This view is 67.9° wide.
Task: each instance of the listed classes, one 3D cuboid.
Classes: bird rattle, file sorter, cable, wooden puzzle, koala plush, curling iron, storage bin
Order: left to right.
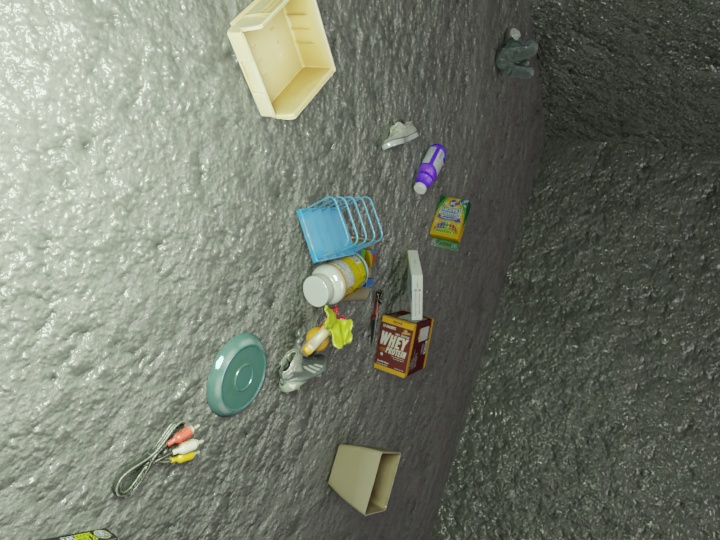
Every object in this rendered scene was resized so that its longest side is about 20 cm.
[{"bbox_3d":[-0.398,0.369,1.068,0.199,0.049,0.100,-26,123,-58],"label":"cable"},{"bbox_3d":[-0.160,-0.458,1.116,0.200,0.092,0.202,-59,148,-31],"label":"storage bin"},{"bbox_3d":[-0.103,0.161,1.432,0.163,0.200,0.113,-42,99,-11],"label":"bird rattle"},{"bbox_3d":[-0.046,-0.115,1.396,0.199,0.121,0.142,-14,84,-60],"label":"file sorter"},{"bbox_3d":[0.000,0.000,1.668,0.184,0.045,0.205,1,101,-62],"label":"wooden puzzle"},{"bbox_3d":[0.051,0.161,1.850,0.050,0.025,0.205,-115,-145,-74],"label":"curling iron"},{"bbox_3d":[0.727,-1.029,2.514,0.179,0.179,0.203,82,13,-51],"label":"koala plush"}]

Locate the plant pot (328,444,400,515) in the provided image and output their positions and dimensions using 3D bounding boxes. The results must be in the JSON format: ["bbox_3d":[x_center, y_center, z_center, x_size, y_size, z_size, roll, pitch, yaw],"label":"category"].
[{"bbox_3d":[0.006,0.695,1.839,0.199,0.174,0.204,36,69,-61],"label":"plant pot"}]

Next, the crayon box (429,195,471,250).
[{"bbox_3d":[0.363,-0.194,2.184,0.051,0.123,0.204,34,71,-60],"label":"crayon box"}]

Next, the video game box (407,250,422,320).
[{"bbox_3d":[0.200,0.050,1.974,0.201,0.046,0.186,-90,176,-61],"label":"video game box"}]

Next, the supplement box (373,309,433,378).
[{"bbox_3d":[0.164,0.270,2.002,0.199,0.130,0.202,-3,105,-61],"label":"supplement box"}]

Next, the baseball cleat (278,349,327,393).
[{"bbox_3d":[-0.152,0.255,1.468,0.199,0.068,0.109,-34,124,-58],"label":"baseball cleat"}]

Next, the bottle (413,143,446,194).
[{"bbox_3d":[0.253,-0.370,1.965,0.203,0.064,0.084,-63,149,-25],"label":"bottle"}]

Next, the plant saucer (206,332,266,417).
[{"bbox_3d":[-0.282,0.250,1.264,0.199,0.027,0.205,-35,131,-53],"label":"plant saucer"}]

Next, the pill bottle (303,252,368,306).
[{"bbox_3d":[-0.069,0.027,1.478,0.199,0.111,0.116,-30,128,-55],"label":"pill bottle"}]

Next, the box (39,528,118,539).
[{"bbox_3d":[-0.526,0.566,0.921,0.160,0.043,0.205,31,73,-61],"label":"box"}]

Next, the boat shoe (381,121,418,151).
[{"bbox_3d":[0.120,-0.434,1.699,0.199,0.070,0.071,-36,105,-47],"label":"boat shoe"}]
